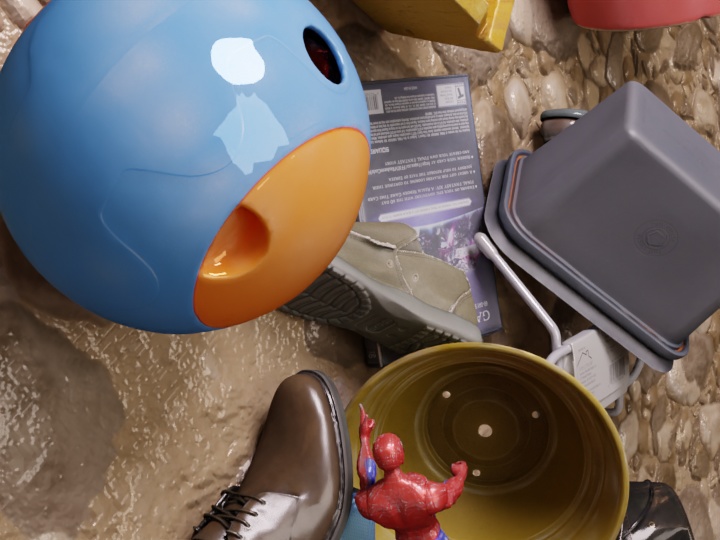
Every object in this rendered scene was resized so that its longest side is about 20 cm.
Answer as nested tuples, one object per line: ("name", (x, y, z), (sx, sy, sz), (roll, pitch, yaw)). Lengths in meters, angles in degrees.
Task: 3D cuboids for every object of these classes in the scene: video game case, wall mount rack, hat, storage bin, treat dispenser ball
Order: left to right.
("treat dispenser ball", (-0.094, -0.066, 0.717), (0.201, 0.201, 0.201), (5, 83, -46))
("video game case", (0.044, -0.041, 0.995), (0.143, 0.019, 0.200), (-13, 97, -46))
("wall mount rack", (0.154, 0.047, 1.054), (0.200, 0.074, 0.174), (-20, 108, -55))
("hat", (0.218, 0.225, 1.048), (0.201, 0.081, 0.201), (-178, -90, -90))
("storage bin", (0.218, -0.046, 1.041), (0.200, 0.134, 0.146), (38, 35, -15))

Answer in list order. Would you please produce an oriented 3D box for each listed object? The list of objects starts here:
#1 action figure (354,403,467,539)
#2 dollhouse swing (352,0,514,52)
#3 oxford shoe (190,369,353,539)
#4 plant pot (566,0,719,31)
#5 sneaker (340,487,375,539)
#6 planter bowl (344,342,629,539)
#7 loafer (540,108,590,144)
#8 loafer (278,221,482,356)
("action figure", (0.042, 0.162, 0.881), (0.099, 0.065, 0.200), (-82, 159, -48))
("dollhouse swing", (0.029, -0.280, 0.900), (0.200, 0.182, 0.176), (37, 81, -38))
("oxford shoe", (-0.058, 0.153, 0.833), (0.084, 0.073, 0.200), (25, 69, -41))
("plant pot", (0.236, -0.299, 1.107), (0.200, 0.200, 0.178), (-30, 119, -44))
("sneaker", (-0.006, 0.240, 0.867), (0.078, 0.090, 0.200), (17, 72, -45))
("planter bowl", (0.084, 0.127, 0.936), (0.083, 0.200, 0.201), (-63, 135, -68))
("loafer", (0.220, -0.086, 1.152), (0.200, 0.072, 0.063), (15, 82, -47))
("loafer", (0.000, 0.000, 0.906), (0.200, 0.075, 0.070), (28, 54, -35))
